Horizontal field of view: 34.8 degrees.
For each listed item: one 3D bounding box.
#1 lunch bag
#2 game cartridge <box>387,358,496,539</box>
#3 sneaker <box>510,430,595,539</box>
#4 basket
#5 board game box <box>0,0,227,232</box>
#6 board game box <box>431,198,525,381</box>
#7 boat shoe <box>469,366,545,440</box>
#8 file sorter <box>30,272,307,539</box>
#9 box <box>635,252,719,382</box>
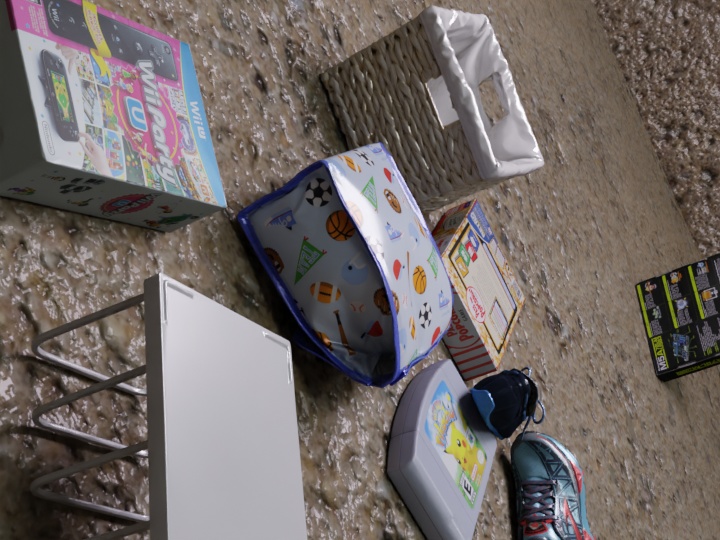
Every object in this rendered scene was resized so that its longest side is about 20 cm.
[{"bbox_3d":[0.000,0.000,1.060,0.201,0.124,0.170,59,25,-1],"label":"lunch bag"},{"bbox_3d":[0.085,0.181,1.181,0.134,0.040,0.200,56,27,-15],"label":"game cartridge"},{"bbox_3d":[0.217,0.281,1.309,0.095,0.079,0.201,-3,73,-61],"label":"sneaker"},{"bbox_3d":[0.088,-0.177,1.324,0.200,0.160,0.199,-17,85,-64],"label":"basket"},{"bbox_3d":[-0.194,-0.117,0.841,0.200,0.064,0.148,12,60,-61],"label":"board game box"},{"bbox_3d":[0.134,0.018,1.390,0.152,0.046,0.200,62,26,-13],"label":"board game box"},{"bbox_3d":[0.172,0.150,1.286,0.084,0.068,0.200,63,6,6],"label":"boat shoe"},{"bbox_3d":[-0.122,0.133,0.709,0.139,0.124,0.201,33,42,-51],"label":"file sorter"},{"bbox_3d":[0.622,0.084,2.124,0.047,0.193,0.201,34,41,-46],"label":"box"}]
